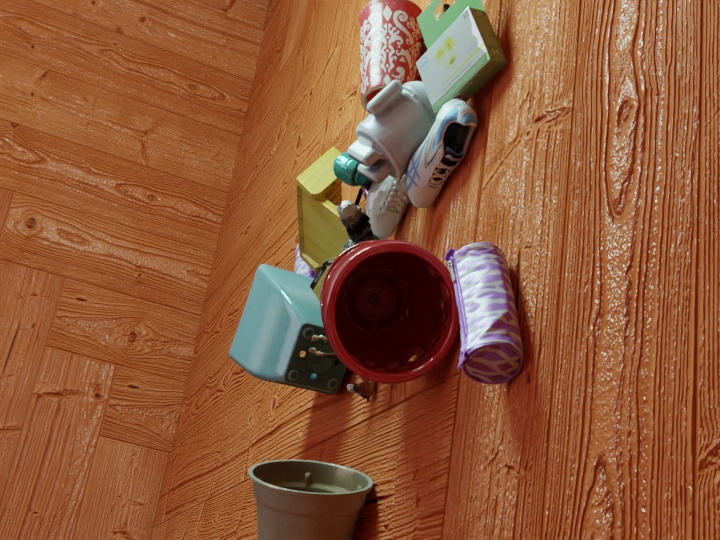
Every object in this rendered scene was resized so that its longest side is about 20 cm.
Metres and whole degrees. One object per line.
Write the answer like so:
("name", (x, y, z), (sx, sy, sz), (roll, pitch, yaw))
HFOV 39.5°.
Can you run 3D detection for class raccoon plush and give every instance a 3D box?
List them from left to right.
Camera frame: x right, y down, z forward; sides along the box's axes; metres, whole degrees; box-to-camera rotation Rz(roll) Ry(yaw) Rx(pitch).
("raccoon plush", (0.000, 0.000, 1.688), (0.096, 0.200, 0.135), (-25, 40, 22))

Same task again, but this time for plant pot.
("plant pot", (-0.106, 0.129, 1.881), (0.200, 0.194, 0.199), (36, 109, 62))
("plant pot", (-0.086, 0.414, 1.579), (0.200, 0.197, 0.187), (-164, 79, -73))
("plant pot", (0.034, 0.054, 1.488), (0.182, 0.197, 0.204), (-159, 86, -80))

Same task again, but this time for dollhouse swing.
("dollhouse swing", (-0.028, -0.096, 1.976), (0.182, 0.174, 0.202), (-45, -32, -38))

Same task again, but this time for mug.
("mug", (0.069, -0.402, 1.971), (0.132, 0.177, 0.203), (-12, 60, 28))

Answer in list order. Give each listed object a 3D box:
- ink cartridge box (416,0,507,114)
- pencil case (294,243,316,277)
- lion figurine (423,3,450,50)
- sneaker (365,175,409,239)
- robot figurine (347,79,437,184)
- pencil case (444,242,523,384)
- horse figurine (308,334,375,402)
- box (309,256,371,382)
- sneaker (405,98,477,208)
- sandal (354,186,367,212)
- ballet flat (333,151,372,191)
("ink cartridge box", (0.146, -0.374, 1.614), (0.145, 0.047, 0.203), (-40, 60, 44))
("pencil case", (-0.100, 0.021, 2.086), (0.202, 0.082, 0.086), (-95, -7, -48))
("lion figurine", (0.146, -0.374, 1.732), (0.123, 0.071, 0.203), (129, 149, -59))
("sneaker", (0.064, -0.150, 1.776), (0.085, 0.072, 0.203), (-148, 73, -67))
("robot figurine", (0.072, -0.236, 1.681), (0.200, 0.170, 0.113), (-44, 43, -9))
("pencil case", (0.156, 0.049, 1.282), (0.202, 0.084, 0.084), (-94, 29, -47))
("horse figurine", (-0.012, 0.113, 1.730), (0.050, 0.131, 0.202), (122, 170, -49))
("box", (-0.005, 0.078, 1.643), (0.201, 0.050, 0.076), (56, 138, 22))
("sneaker", (0.128, -0.179, 1.613), (0.073, 0.071, 0.202), (-108, 34, -48))
("sandal", (0.013, -0.123, 1.958), (0.075, 0.044, 0.203), (128, 153, -53))
("ballet flat", (0.004, -0.184, 1.832), (0.068, 0.070, 0.200), (-64, -20, 8))
